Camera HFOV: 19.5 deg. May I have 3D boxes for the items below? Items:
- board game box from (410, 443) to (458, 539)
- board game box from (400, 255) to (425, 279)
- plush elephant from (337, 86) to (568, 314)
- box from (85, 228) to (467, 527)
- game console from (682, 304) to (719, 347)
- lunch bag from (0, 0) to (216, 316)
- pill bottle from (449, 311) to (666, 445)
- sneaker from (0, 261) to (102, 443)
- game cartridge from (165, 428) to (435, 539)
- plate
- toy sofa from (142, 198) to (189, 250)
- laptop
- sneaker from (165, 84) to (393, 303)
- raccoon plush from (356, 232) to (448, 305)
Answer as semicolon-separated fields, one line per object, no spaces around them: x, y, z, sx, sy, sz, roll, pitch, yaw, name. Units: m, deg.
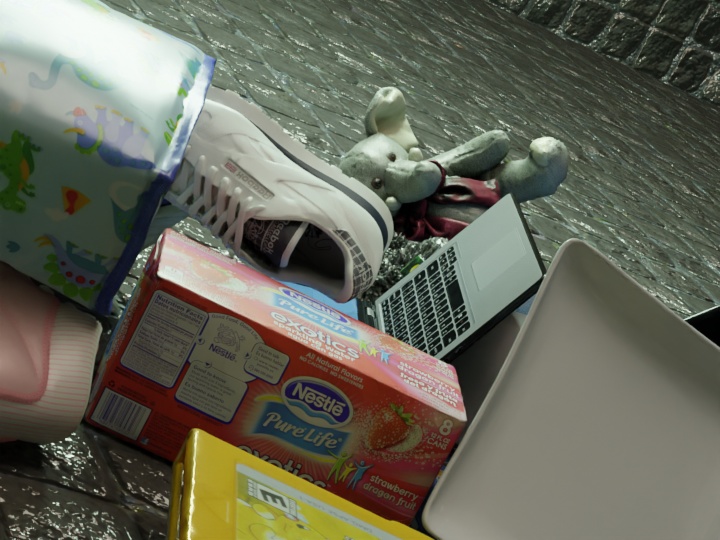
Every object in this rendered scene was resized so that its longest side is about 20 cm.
0.112;0.159;1.334;0.199;0.035;0.135;24;15;-19;board game box
0.108;0.075;1.485;0.200;0.023;0.105;46;5;-40;board game box
0.048;-0.058;1.701;0.199;0.166;0.155;4;-21;45;plush elephant
-0.048;0.071;1.215;0.199;0.100;0.096;25;16;-9;box
0.193;0.047;1.580;0.175;0.117;0.200;36;-4;23;game console
-0.175;-0.094;1.146;0.169;0.128;0.201;25;36;-9;lunch bag
0.159;0.092;1.334;0.199;0.120;0.120;17;19;-29;pill bottle
-0.203;0.024;1.135;0.104;0.076;0.201;13;29;-33;sneaker
-0.001;0.159;1.015;0.199;0.033;0.176;24;16;-11;game cartridge
0.147;0.116;1.238;0.199;0.201;0.032;36;-19;-18;plate
-0.194;-0.045;1.287;0.083;0.097;0.200;60;23;9;toy sofa
0.000;0.000;1.344;0.116;0.200;0.187;48;10;-16;laptop
-0.075;-0.049;1.286;0.199;0.077;0.081;26;34;2;sneaker
-0.014;0.003;1.526;0.133;0.097;0.200;25;14;16;raccoon plush
